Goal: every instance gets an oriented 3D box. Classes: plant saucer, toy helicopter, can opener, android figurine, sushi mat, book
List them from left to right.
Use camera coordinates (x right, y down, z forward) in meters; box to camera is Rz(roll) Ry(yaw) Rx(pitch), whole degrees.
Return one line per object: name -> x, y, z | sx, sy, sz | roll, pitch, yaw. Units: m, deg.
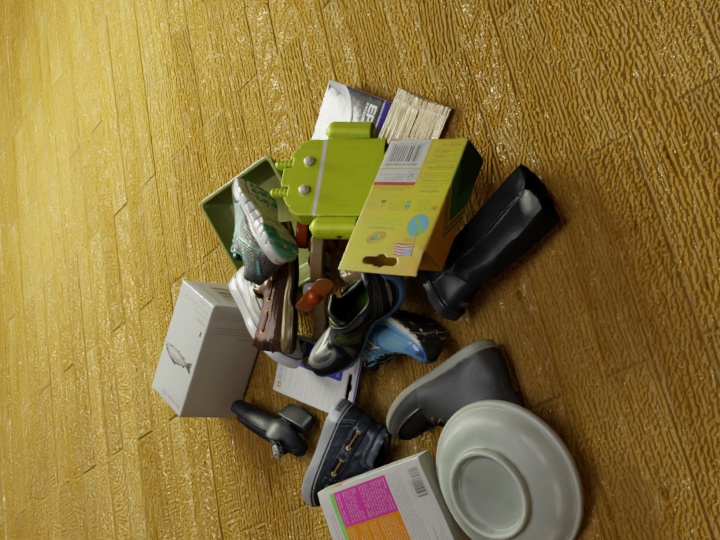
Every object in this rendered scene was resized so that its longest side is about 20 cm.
can opener -> -0.144, 0.249, 1.469 | 0.199, 0.078, 0.064 | 5, 126, 52
plant saucer -> -0.142, -0.064, 1.472 | 0.199, 0.048, 0.201 | -26, 94, 43
toy helicopter -> -0.057, 0.026, 1.341 | 0.133, 0.078, 0.201 | -83, -5, -55
android figurine -> -0.028, -0.126, 1.288 | 0.198, 0.041, 0.183 | 4, 68, 16
book -> 0.039, 0.327, 1.213 | 0.199, 0.048, 0.134 | -29, 83, 40
sushi mat -> 0.053, -0.153, 1.310 | 0.095, 0.012, 0.201 | 29, 103, 28
plant saucer -> 0.160, 0.253, 1.072 | 0.199, 0.050, 0.202 | 12, 108, 39

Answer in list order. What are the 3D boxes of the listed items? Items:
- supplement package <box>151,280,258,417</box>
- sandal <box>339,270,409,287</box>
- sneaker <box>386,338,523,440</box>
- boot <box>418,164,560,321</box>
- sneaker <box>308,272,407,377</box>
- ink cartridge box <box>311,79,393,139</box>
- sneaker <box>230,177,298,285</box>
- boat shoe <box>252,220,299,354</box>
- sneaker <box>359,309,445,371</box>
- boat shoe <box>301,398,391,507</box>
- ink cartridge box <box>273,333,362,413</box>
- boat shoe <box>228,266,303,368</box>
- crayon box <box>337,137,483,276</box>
supplement package -> -0.254, 0.134, 1.559 | 0.117, 0.117, 0.201 | 31, 107, 46
sandal -> 0.001, 0.006, 1.271 | 0.212, 0.069, 0.078 | 150, 112, -67
sneaker -> 0.114, 0.184, 1.163 | 0.200, 0.074, 0.107 | -46, 52, 32
boot -> 0.145, -0.060, 1.175 | 0.200, 0.065, 0.165 | -51, 52, 31
sneaker -> -0.018, 0.064, 1.214 | 0.200, 0.082, 0.071 | -52, 44, 35
ink cartridge box -> -0.007, -0.167, 1.387 | 0.200, 0.043, 0.200 | 30, 106, 45
sneaker -> -0.162, -0.058, 1.349 | 0.091, 0.077, 0.201 | -49, 39, 20
boat shoe -> -0.126, 0.022, 1.363 | 0.072, 0.067, 0.202 | 84, -173, -76
sneaker -> 0.042, 0.099, 1.263 | 0.200, 0.078, 0.091 | 18, 99, 55
boat shoe -> -0.020, 0.280, 1.304 | 0.091, 0.071, 0.201 | 29, 126, 18
ink cartridge box -> -0.058, 0.158, 1.394 | 0.199, 0.037, 0.095 | 12, 92, 52
boat shoe -> -0.137, 0.062, 1.427 | 0.066, 0.072, 0.200 | -52, 48, 22
crayon box -> 0.064, -0.072, 1.168 | 0.126, 0.051, 0.201 | 6, 63, 39
